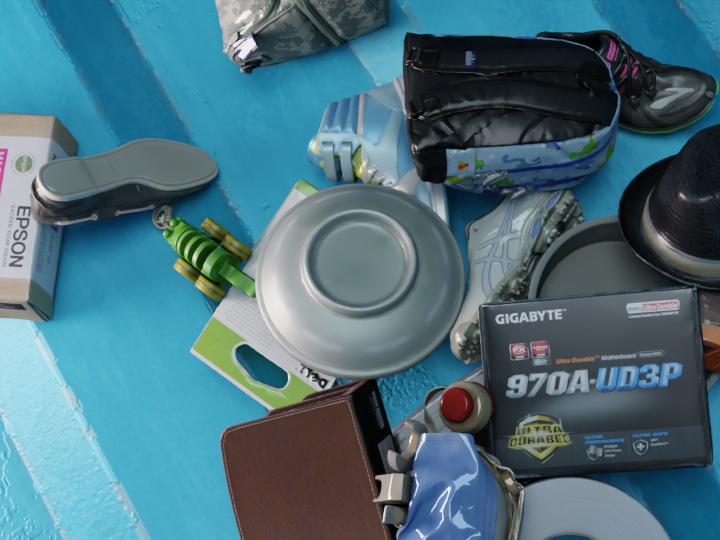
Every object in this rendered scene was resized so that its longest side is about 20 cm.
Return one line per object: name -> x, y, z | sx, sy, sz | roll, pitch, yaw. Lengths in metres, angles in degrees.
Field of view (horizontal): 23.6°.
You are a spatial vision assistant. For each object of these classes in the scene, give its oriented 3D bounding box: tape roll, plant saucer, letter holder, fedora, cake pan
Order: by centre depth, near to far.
tape roll -> 0.189, 0.287, 1.549 | 0.198, 0.066, 0.203 | 0, 86, 7
letter holder -> -0.033, 0.218, 1.574 | 0.141, 0.101, 0.202 | -16, 92, 15
plant saucer -> 0.000, 0.000, 1.595 | 0.197, 0.050, 0.202 | 0, 64, 0
fedora -> 0.338, -0.074, 1.609 | 0.198, 0.092, 0.202 | 2, 44, -2
cake pan -> 0.251, 0.048, 1.629 | 0.198, 0.037, 0.203 | 3, 69, -7

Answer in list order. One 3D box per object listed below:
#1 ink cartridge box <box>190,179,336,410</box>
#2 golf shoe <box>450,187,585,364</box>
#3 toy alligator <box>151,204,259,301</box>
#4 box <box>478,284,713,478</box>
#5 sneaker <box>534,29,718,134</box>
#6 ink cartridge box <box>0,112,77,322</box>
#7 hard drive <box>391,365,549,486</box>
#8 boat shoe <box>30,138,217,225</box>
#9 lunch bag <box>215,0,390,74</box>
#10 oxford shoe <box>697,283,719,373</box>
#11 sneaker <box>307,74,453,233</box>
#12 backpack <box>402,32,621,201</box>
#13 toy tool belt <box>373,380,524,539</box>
ink cartridge box -> -0.049, 0.038, 1.677 | 0.147, 0.076, 0.201 | 34, 88, 16
golf shoe -> 0.132, -0.003, 1.677 | 0.097, 0.078, 0.201 | 26, 72, 32
toy alligator -> -0.165, -0.027, 1.677 | 0.200, 0.054, 0.060 | 36, 91, 44
box -> 0.212, 0.101, 1.548 | 0.198, 0.046, 0.161 | -4, 91, 13
sneaker -> 0.254, -0.189, 1.701 | 0.198, 0.084, 0.078 | 12, 75, 11
ink cartridge box -> -0.387, -0.057, 1.751 | 0.163, 0.075, 0.202 | 2, 72, 9
hard drive -> 0.122, 0.160, 1.631 | 0.199, 0.042, 0.136 | -33, 71, -3
boat shoe -> -0.240, -0.087, 1.727 | 0.198, 0.057, 0.067 | -10, 60, -33
lunch bag -> -0.077, -0.317, 1.764 | 0.166, 0.139, 0.202 | -22, 70, 18
oxford shoe -> 0.387, 0.069, 1.592 | 0.198, 0.071, 0.074 | 22, 63, -12
sneaker -> 0.018, -0.091, 1.707 | 0.129, 0.080, 0.202 | -14, 62, 1
backpack -> 0.148, -0.149, 1.637 | 0.198, 0.154, 0.165 | -11, 53, 9
toy tool belt -> 0.075, 0.189, 1.483 | 0.124, 0.123, 0.203 | -6, 76, 28
